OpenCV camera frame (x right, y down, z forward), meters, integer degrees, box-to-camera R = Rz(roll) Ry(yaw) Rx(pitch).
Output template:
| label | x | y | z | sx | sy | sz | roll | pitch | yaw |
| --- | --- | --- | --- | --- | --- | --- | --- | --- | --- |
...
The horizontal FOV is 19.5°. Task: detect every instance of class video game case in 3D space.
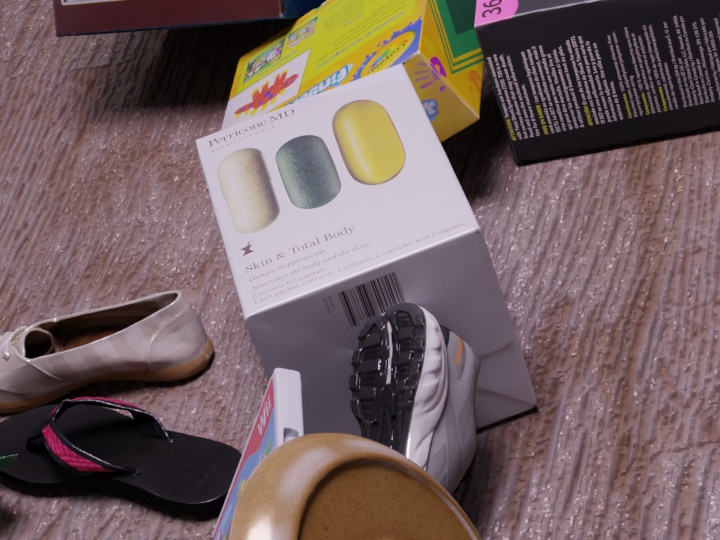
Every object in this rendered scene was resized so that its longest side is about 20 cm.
| label | x | y | z | sx | sy | sz | roll | pitch | yaw |
| --- | --- | --- | --- | --- | --- | --- | --- | --- | --- |
| video game case | -0.057 | 0.171 | 1.166 | 0.017 | 0.143 | 0.200 | 12 | 36 | -13 |

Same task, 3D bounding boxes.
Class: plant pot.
| label | x | y | z | sx | sy | sz | roll | pitch | yaw |
| --- | --- | --- | --- | --- | --- | --- | --- | --- | --- |
| plant pot | 0.015 | 0.173 | 1.077 | 0.027 | 0.200 | 0.200 | -30 | 26 | 38 |

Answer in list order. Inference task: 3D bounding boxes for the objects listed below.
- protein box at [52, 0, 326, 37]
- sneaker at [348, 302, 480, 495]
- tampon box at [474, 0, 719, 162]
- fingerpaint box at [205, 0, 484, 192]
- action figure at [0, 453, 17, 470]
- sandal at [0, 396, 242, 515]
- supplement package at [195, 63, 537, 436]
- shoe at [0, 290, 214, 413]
| label | x | y | z | sx | sy | sz | roll | pitch | yaw |
| --- | --- | --- | --- | --- | --- | --- | --- | --- | --- |
| protein box | -0.117 | -0.263 | 1.666 | 0.200 | 0.135 | 0.198 | -1 | 8 | 23 |
| sneaker | 0.030 | 0.123 | 1.203 | 0.074 | 0.079 | 0.201 | -4 | 67 | 47 |
| tampon box | 0.193 | -0.184 | 1.495 | 0.200 | 0.126 | 0.150 | -10 | 37 | 14 |
| fingerpaint box | -0.005 | -0.131 | 1.511 | 0.200 | 0.073 | 0.167 | -31 | 30 | 28 |
| action figure | -0.323 | 0.159 | 1.319 | 0.200 | 0.055 | 0.118 | -40 | 21 | -26 |
| sandal | -0.163 | 0.111 | 1.357 | 0.200 | 0.045 | 0.075 | 7 | 45 | 32 |
| supplement package | 0.000 | 0.000 | 1.332 | 0.151 | 0.151 | 0.200 | -20 | 37 | 0 |
| shoe | -0.201 | 0.051 | 1.443 | 0.200 | 0.053 | 0.070 | -9 | 38 | 14 |
